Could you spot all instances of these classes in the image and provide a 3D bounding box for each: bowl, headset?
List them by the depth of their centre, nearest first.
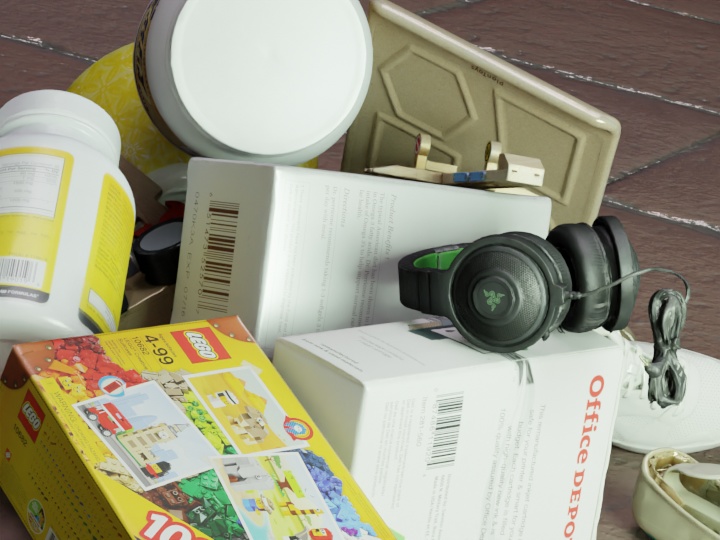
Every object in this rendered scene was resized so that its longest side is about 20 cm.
[{"bbox_3d":[0.108,0.021,1.548,0.123,0.094,0.200,-10,11,-37],"label":"headset"},{"bbox_3d":[-0.123,-0.053,1.928,0.200,0.200,0.108,6,32,-10],"label":"bowl"}]

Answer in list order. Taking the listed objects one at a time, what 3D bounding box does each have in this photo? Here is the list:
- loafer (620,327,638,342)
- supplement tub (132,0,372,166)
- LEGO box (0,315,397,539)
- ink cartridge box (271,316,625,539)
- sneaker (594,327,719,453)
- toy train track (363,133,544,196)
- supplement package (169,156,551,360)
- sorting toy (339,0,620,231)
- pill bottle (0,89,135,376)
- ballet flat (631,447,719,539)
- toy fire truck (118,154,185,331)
[{"bbox_3d":[0.090,0.057,1.869,0.200,0.076,0.067,6,25,-1],"label":"loafer"},{"bbox_3d":[-0.070,-0.136,1.774,0.144,0.145,0.200,6,2,-9],"label":"supplement tub"},{"bbox_3d":[-0.088,0.124,1.453,0.149,0.077,0.200,-7,46,-37],"label":"LEGO box"},{"bbox_3d":[0.044,0.106,1.570,0.200,0.146,0.084,-6,23,-40],"label":"ink cartridge box"},{"bbox_3d":[0.170,0.071,1.778,0.200,0.074,0.116,9,-12,-6],"label":"sneaker"},{"bbox_3d":[0.073,-0.068,1.724,0.114,0.033,0.200,9,-1,-15],"label":"toy train track"},{"bbox_3d":[0.000,0.000,1.685,0.200,0.117,0.117,7,0,-31],"label":"supplement package"},{"bbox_3d":[0.078,-0.080,1.817,0.185,0.200,0.036,29,55,15],"label":"sorting toy"},{"bbox_3d":[-0.193,-0.010,1.636,0.112,0.112,0.200,8,46,-3],"label":"pill bottle"},{"bbox_3d":[0.235,0.159,1.630,0.069,0.070,0.200,-7,24,-39],"label":"ballet flat"},{"bbox_3d":[-0.159,-0.010,1.799,0.176,0.129,0.200,-32,28,-22],"label":"toy fire truck"}]
